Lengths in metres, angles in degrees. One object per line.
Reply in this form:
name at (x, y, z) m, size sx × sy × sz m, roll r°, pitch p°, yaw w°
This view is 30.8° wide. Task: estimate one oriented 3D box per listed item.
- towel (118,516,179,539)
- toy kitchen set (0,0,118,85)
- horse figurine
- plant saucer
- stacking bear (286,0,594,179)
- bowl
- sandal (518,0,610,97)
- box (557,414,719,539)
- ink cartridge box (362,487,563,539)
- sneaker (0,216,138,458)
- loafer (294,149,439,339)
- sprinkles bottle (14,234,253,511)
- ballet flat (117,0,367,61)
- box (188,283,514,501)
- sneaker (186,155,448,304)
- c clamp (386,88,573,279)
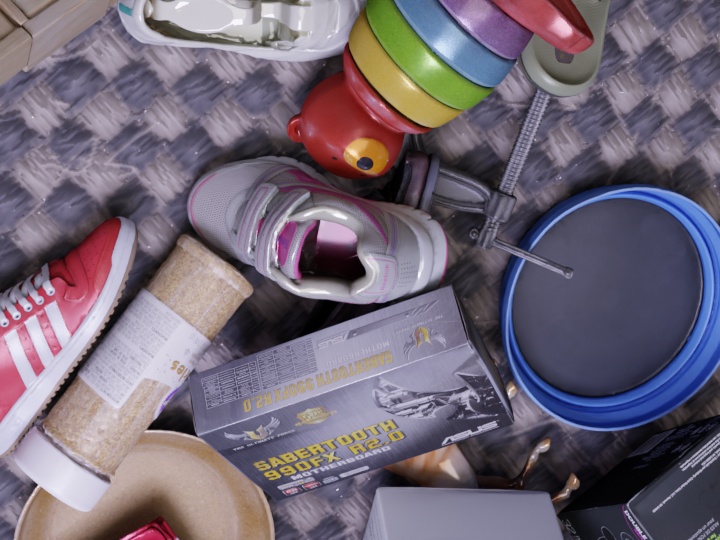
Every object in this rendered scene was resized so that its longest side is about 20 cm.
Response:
towel at (-0.167, 0.298, 1.006) m, size 0.144 × 0.023 × 0.201 m, roll -29°, pitch 112°, yaw -2°
toy kitchen set at (-0.207, -0.240, 0.758) m, size 0.163 × 0.180 × 0.200 m, roll 46°, pitch 62°, yaw 1°
horse figurine at (0.089, 0.158, 1.044) m, size 0.132 × 0.050 × 0.201 m, roll -35°, pitch 113°, yaw 3°
plant saucer at (-0.166, 0.209, 1.008) m, size 0.198 × 0.035 × 0.202 m, roll -4°, pitch 108°, yaw -12°
stacking bear at (0.037, -0.140, 0.884) m, size 0.121 × 0.114 × 0.200 m, roll 26°, pitch 122°, yaw -39°
bowl at (0.203, 0.027, 1.037) m, size 0.198 × 0.039 × 0.203 m, roll -4°, pitch 108°, yaw -13°
sandal at (0.151, -0.224, 0.914) m, size 0.079 × 0.057 × 0.203 m, roll 1°, pitch 82°, yaw -12°
box at (0.277, 0.232, 1.012) m, size 0.124 × 0.149 × 0.201 m, roll -34°, pitch 86°, yaw -18°
ink cartridge box at (0.070, 0.287, 0.999) m, size 0.143 × 0.146 × 0.201 m, roll 3°, pitch 128°, yaw -13°
sneaker at (-0.247, 0.029, 0.914) m, size 0.112 × 0.071 × 0.201 m, roll 32°, pitch 100°, yaw -23°
loafer at (0.000, 0.000, 0.960) m, size 0.062 × 0.072 × 0.201 m, roll 19°, pitch 113°, yaw -4°
sprinkles bottle at (-0.160, 0.072, 0.929) m, size 0.068 × 0.068 × 0.201 m, roll 39°, pitch 83°, yaw -21°
ballet flat at (-0.066, -0.175, 0.896) m, size 0.198 × 0.069 × 0.070 m, roll -2°, pitch 108°, yaw -13°
box at (-0.001, 0.093, 0.935) m, size 0.198 × 0.049 × 0.159 m, roll -19°, pitch 150°, yaw 8°
sneaker at (-0.043, -0.029, 0.896) m, size 0.198 × 0.088 × 0.082 m, roll 15°, pitch 102°, yaw 26°
c clamp at (0.103, -0.113, 0.965) m, size 0.169 × 0.027 × 0.202 m, roll 16°, pitch 102°, yaw 2°
